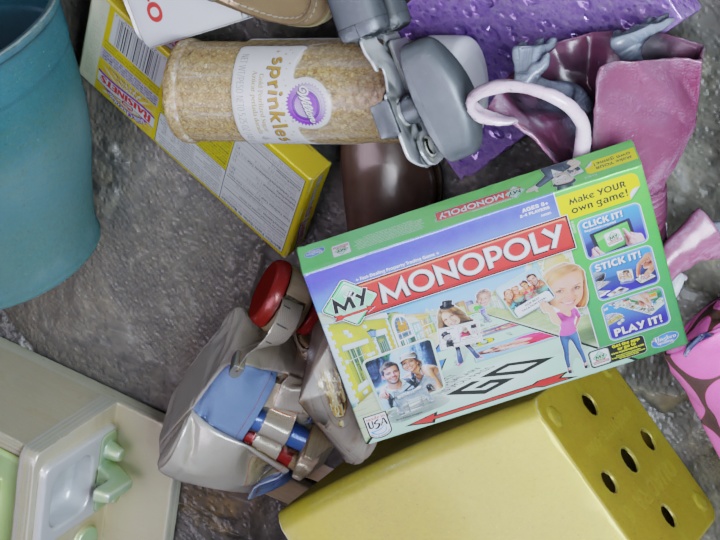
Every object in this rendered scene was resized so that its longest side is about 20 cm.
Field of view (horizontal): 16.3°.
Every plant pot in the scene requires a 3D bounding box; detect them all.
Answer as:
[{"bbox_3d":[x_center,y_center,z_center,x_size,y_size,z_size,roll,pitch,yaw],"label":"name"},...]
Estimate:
[{"bbox_3d":[-0.269,-0.081,1.721,0.199,0.200,0.189,2,125,33],"label":"plant pot"},{"bbox_3d":[0.103,0.161,1.580,0.176,0.200,0.200,-37,88,27],"label":"plant pot"}]

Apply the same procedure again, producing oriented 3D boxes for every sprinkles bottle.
[{"bbox_3d":[-0.023,-0.111,1.560,0.199,0.068,0.069,2,111,24],"label":"sprinkles bottle"}]

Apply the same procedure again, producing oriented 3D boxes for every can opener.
[{"bbox_3d":[0.020,-0.157,1.462,0.067,0.053,0.201,-18,92,29],"label":"can opener"}]

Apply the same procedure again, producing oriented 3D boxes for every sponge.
[{"bbox_3d":[0.102,-0.151,1.538,0.200,0.030,0.112,-35,89,38],"label":"sponge"}]

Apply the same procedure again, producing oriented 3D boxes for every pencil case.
[{"bbox_3d":[0.262,0.108,1.507,0.093,0.091,0.201,-25,98,44],"label":"pencil case"}]

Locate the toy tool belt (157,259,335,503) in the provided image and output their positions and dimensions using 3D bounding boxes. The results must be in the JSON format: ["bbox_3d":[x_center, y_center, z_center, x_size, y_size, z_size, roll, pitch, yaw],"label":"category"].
[{"bbox_3d":[-0.046,0.082,1.699,0.122,0.125,0.200,25,132,-15],"label":"toy tool belt"}]

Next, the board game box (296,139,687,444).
[{"bbox_3d":[0.077,0.015,1.442,0.199,0.029,0.135,-18,127,3],"label":"board game box"}]

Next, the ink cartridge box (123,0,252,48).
[{"bbox_3d":[-0.066,-0.239,1.576,0.199,0.086,0.147,-12,103,37],"label":"ink cartridge box"}]

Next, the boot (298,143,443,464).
[{"bbox_3d":[0.000,0.000,1.558,0.064,0.200,0.187,-6,110,21],"label":"boot"}]

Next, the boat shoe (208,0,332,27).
[{"bbox_3d":[-0.104,-0.196,1.525,0.199,0.064,0.072,26,122,21],"label":"boat shoe"}]

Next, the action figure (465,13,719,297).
[{"bbox_3d":[0.157,-0.042,1.472,0.133,0.149,0.201,3,114,31],"label":"action figure"}]

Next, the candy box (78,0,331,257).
[{"bbox_3d":[-0.107,-0.103,1.679,0.200,0.026,0.102,42,152,11],"label":"candy box"}]

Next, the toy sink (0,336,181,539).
[{"bbox_3d":[-0.245,0.151,1.845,0.199,0.112,0.131,24,122,23],"label":"toy sink"}]
